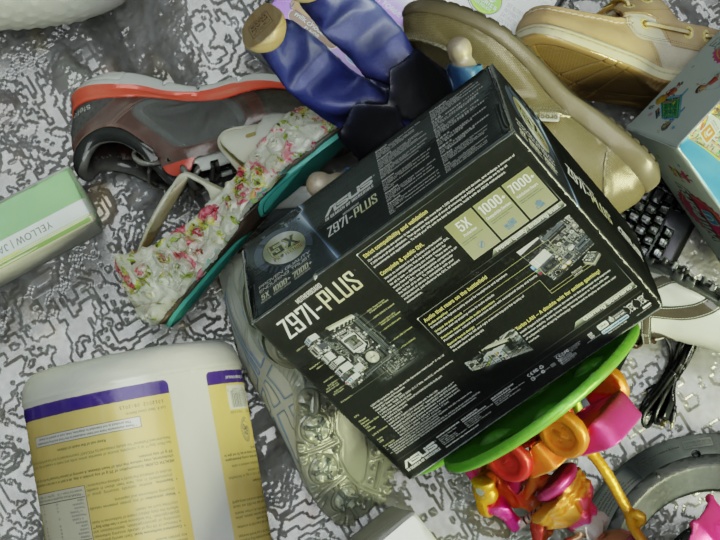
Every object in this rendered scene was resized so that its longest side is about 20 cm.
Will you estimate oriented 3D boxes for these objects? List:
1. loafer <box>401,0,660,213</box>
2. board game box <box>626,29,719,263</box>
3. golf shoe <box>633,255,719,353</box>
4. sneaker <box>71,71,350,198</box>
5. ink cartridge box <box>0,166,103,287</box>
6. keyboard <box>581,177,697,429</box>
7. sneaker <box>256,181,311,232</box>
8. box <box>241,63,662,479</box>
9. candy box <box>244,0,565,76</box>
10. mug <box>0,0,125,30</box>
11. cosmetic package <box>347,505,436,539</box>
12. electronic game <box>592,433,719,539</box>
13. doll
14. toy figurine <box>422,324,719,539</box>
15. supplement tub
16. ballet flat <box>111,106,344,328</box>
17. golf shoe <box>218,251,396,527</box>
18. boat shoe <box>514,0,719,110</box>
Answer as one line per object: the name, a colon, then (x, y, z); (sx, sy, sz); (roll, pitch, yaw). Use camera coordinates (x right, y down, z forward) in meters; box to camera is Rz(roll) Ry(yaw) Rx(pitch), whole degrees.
loafer: (0.100, -0.100, 1.376); (0.199, 0.076, 0.068); (37, 82, 3)
board game box: (0.292, -0.108, 1.425); (0.200, 0.064, 0.148); (-46, 122, -8)
golf shoe: (0.178, 0.029, 1.426); (0.199, 0.078, 0.095); (27, 92, 14)
sneaker: (-0.098, -0.078, 1.423); (0.198, 0.077, 0.082); (2, 58, 8)
ink cartridge box: (-0.238, -0.015, 1.356); (0.145, 0.200, 0.048); (-28, 89, -5)
keyboard: (0.184, 0.029, 1.466); (0.126, 0.021, 0.201); (28, 84, 0)
sneaker: (0.000, 0.000, 1.431); (0.198, 0.084, 0.122); (1, 92, 12)
box: (0.054, 0.004, 1.309); (0.199, 0.086, 0.164); (-36, 120, 16)
candy box: (0.044, -0.190, 1.454); (0.167, 0.072, 0.201); (35, 84, 0)
mug: (-0.231, -0.253, 1.393); (0.174, 0.148, 0.201); (6, 119, -12)
cosmetic package: (0.026, 0.215, 1.348); (0.085, 0.200, 0.108); (-39, 89, -5)
electronic game: (0.239, 0.207, 1.430); (0.198, 0.042, 0.202); (0, 72, 0)
doll: (0.014, -0.098, 1.319); (0.137, 0.048, 0.200); (-48, 117, 3)
toy figurine: (0.149, 0.156, 1.362); (0.185, 0.200, 0.150); (53, 47, -6)
supplement tub: (-0.132, 0.155, 1.373); (0.144, 0.145, 0.202); (-10, 85, -4)
ballet flat: (-0.083, -0.050, 1.365); (0.064, 0.076, 0.200); (44, 93, 4)
golf shoe: (-0.037, 0.072, 1.427); (0.078, 0.097, 0.201); (-27, 113, -23)
boat shoe: (0.184, -0.151, 1.438); (0.199, 0.074, 0.070); (14, 73, -33)
